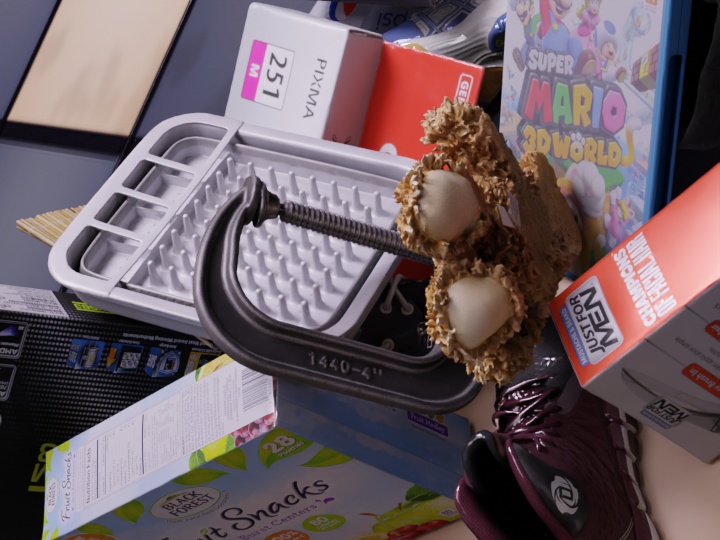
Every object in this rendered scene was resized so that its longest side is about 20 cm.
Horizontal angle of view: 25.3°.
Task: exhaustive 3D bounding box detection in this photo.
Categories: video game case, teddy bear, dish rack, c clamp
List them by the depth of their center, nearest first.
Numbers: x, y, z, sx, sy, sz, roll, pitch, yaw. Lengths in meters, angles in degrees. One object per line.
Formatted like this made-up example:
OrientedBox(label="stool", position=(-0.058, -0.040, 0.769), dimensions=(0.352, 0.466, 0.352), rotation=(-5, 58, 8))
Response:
OrientedBox(label="teddy bear", position=(0.059, -0.012, 0.830), dimensions=(0.067, 0.145, 0.200), rotation=(-23, 16, 21))
OrientedBox(label="c clamp", position=(0.000, 0.000, 0.885), dimensions=(0.027, 0.199, 0.172), rotation=(-49, 38, 49))
OrientedBox(label="video game case", position=(0.125, -0.092, 0.898), dimensions=(0.143, 0.018, 0.201), rotation=(35, 130, 53))
OrientedBox(label="dish rack", position=(-0.067, -0.016, 0.965), dimensions=(0.199, 0.044, 0.172), rotation=(13, 45, 22))

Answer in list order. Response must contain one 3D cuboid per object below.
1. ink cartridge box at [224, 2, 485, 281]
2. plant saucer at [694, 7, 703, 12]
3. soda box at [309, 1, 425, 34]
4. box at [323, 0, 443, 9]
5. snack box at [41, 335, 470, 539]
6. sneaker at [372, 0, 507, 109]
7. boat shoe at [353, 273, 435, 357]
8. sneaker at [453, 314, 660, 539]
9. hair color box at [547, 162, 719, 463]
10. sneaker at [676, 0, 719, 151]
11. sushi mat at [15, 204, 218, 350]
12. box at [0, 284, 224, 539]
OrientedBox(label="ink cartridge box", position=(-0.021, -0.057, 1.035), dimensions=(0.173, 0.043, 0.201), rotation=(22, 103, 40))
OrientedBox(label="plant saucer", position=(0.202, -0.212, 0.940), dimensions=(0.199, 0.027, 0.201), rotation=(-23, 43, 22))
OrientedBox(label="soda box", position=(-0.009, -0.144, 1.137), dimensions=(0.201, 0.063, 0.068), rotation=(-58, 38, 3))
OrientedBox(label="box", position=(0.039, -0.254, 1.082), dimensions=(0.160, 0.044, 0.200), rotation=(12, 50, 41))
OrientedBox(label="snack box", position=(-0.060, 0.123, 0.938), dimensions=(0.200, 0.168, 0.068), rotation=(-30, 49, 33))
OrientedBox(label="sneaker", position=(0.074, -0.157, 1.056), dimensions=(0.199, 0.075, 0.088), rotation=(-14, 48, 32))
OrientedBox(label="boat shoe", position=(0.010, 0.037, 0.972), dimensions=(0.199, 0.060, 0.074), rotation=(-29, 20, 19))
OrientedBox(label="sneaker", position=(0.090, 0.085, 0.835), dimensions=(0.076, 0.115, 0.201), rotation=(-40, 42, 24))
OrientedBox(label="hair color box", position=(0.203, -0.003, 0.769), dimensions=(0.200, 0.111, 0.064), rotation=(-42, 41, 22))
OrientedBox(label="sneaker", position=(0.212, -0.161, 0.820), dimensions=(0.104, 0.201, 0.060), rotation=(-5, 30, -2))
OrientedBox(label="sushi mat", position=(-0.128, -0.002, 1.035), dimensions=(0.200, 0.095, 0.012), rotation=(27, 119, 37))
OrientedBox(label="box", position=(-0.174, 0.110, 1.010), dimensions=(0.048, 0.199, 0.194), rotation=(42, 118, 53))
